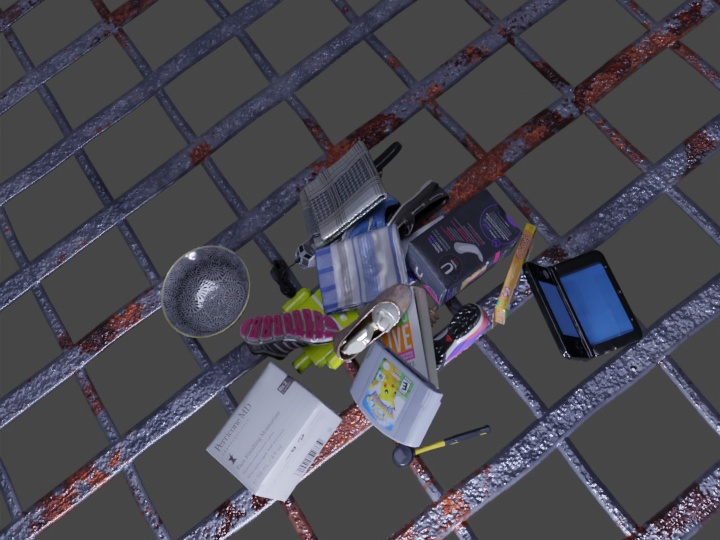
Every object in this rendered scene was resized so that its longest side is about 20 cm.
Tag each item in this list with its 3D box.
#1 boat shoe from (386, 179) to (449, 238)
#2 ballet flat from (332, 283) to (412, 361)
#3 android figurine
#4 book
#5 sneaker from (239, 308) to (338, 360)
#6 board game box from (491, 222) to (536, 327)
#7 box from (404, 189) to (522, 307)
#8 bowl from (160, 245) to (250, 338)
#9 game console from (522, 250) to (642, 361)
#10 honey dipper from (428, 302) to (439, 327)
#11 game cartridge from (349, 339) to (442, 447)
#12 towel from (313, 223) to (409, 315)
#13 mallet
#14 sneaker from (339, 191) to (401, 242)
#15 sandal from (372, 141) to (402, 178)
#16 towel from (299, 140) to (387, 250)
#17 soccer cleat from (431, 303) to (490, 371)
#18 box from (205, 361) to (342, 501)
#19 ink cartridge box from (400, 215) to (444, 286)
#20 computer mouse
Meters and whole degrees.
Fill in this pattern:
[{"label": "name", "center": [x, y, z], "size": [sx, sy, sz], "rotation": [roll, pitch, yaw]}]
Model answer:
[{"label": "boat shoe", "center": [0.116, -0.116, 1.522], "size": [0.057, 0.067, 0.200], "rotation": [34, 58, 14]}, {"label": "ballet flat", "center": [0.026, 0.108, 1.404], "size": [0.068, 0.068, 0.200], "rotation": [40, 109, -16]}, {"label": "android figurine", "center": [-0.081, 0.115, 1.516], "size": [0.199, 0.041, 0.182], "rotation": [-41, 67, -3]}, {"label": "book", "center": [0.081, 0.150, 1.445], "size": [0.132, 0.048, 0.204], "rotation": [-25, 62, 35]}, {"label": "sneaker", "center": [-0.143, 0.134, 1.470], "size": [0.196, 0.088, 0.075], "rotation": [-4, 53, -9]}, {"label": "board game box", "center": [0.303, 0.015, 1.442], "size": [0.030, 0.096, 0.203], "rotation": [22, 76, 17]}, {"label": "box", "center": [0.200, -0.044, 1.437], "size": [0.198, 0.106, 0.123], "rotation": [-34, 74, -15]}, {"label": "bowl", "center": [-0.314, 0.058, 1.555], "size": [0.197, 0.094, 0.205], "rotation": [-4, 69, 11]}, {"label": "game console", "center": [0.424, 0.058, 1.394], "size": [0.116, 0.175, 0.203], "rotation": [-34, 63, 28]}, {"label": "honey dipper", "center": [0.177, 0.042, 1.491], "size": [0.038, 0.038, 0.201], "rotation": [31, 77, 20]}, {"label": "game cartridge", "center": [0.061, 0.237, 1.388], "size": [0.199, 0.040, 0.135], "rotation": [36, 108, 44]}, {"label": "towel", "center": [0.000, 0.000, 1.468], "size": [0.197, 0.024, 0.150], "rotation": [-16, 75, 23]}, {"label": "mallet", "center": [0.151, 0.326, 1.374], "size": [0.197, 0.066, 0.042], "rotation": [-20, 70, 4]}, {"label": "sneaker", "center": [0.022, -0.080, 1.546], "size": [0.088, 0.079, 0.202], "rotation": [24, 76, 21]}, {"label": "sandal", "center": [0.023, -0.198, 1.596], "size": [0.200, 0.075, 0.045], "rotation": [-42, 110, 4]}, {"label": "towel", "center": [-0.047, -0.164, 1.553], "size": [0.199, 0.034, 0.194], "rotation": [-38, 46, 18]}, {"label": "soccer cleat", "center": [0.176, 0.151, 1.439], "size": [0.200, 0.073, 0.068], "rotation": [-47, 50, 12]}, {"label": "box", "center": [-0.155, 0.307, 1.372], "size": [0.130, 0.200, 0.200], "rotation": [33, 79, 20]}, {"label": "ink cartridge box", "center": [0.114, -0.022, 1.526], "size": [0.198, 0.039, 0.100], "rotation": [-29, 68, -2]}, {"label": "computer mouse", "center": [-0.102, -0.030, 1.566], "size": [0.199, 0.044, 0.110], "rotation": [-37, 42, -4]}]
